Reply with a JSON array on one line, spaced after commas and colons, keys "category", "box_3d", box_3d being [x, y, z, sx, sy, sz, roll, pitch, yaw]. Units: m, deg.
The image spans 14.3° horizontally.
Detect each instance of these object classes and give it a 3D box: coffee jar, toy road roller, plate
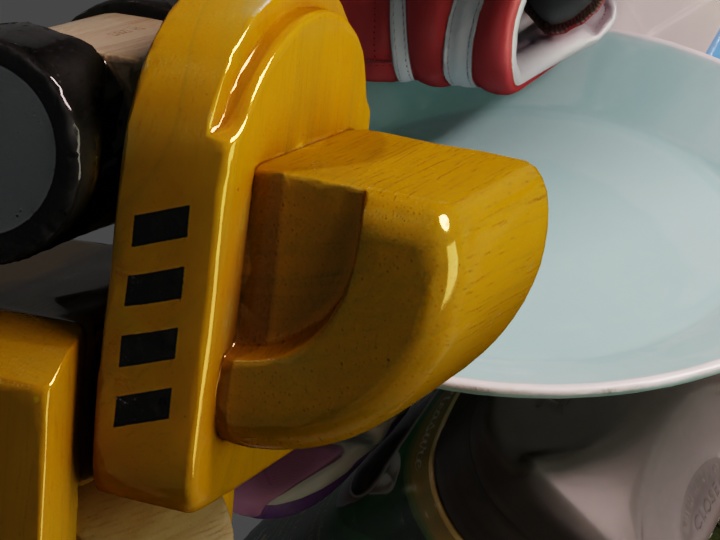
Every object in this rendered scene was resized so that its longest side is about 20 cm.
[{"category": "coffee jar", "box_3d": [0.031, 0.087, 0.900, 0.200, 0.085, 0.104, -41, -170, 47]}, {"category": "toy road roller", "box_3d": [-0.037, 0.024, 0.726, 0.123, 0.146, 0.201, -26, 126, -66]}, {"category": "plate", "box_3d": [0.049, -0.015, 0.849, 0.200, 0.200, 0.026, -54, 152, -51]}]

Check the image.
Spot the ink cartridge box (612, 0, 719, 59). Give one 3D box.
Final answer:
[{"category": "ink cartridge box", "box_3d": [0.135, 0.001, 1.061, 0.200, 0.067, 0.116, 56, 52, -35]}]

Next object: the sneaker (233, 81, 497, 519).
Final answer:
[{"category": "sneaker", "box_3d": [0.000, 0.000, 0.936, 0.089, 0.080, 0.200, 88, 21, -59]}]

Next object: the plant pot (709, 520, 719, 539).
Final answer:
[{"category": "plant pot", "box_3d": [0.151, 0.020, 1.241, 0.184, 0.200, 0.200, -61, 157, -16]}]

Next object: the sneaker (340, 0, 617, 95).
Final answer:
[{"category": "sneaker", "box_3d": [0.041, -0.139, 0.905, 0.071, 0.112, 0.200, 67, 38, -59]}]
